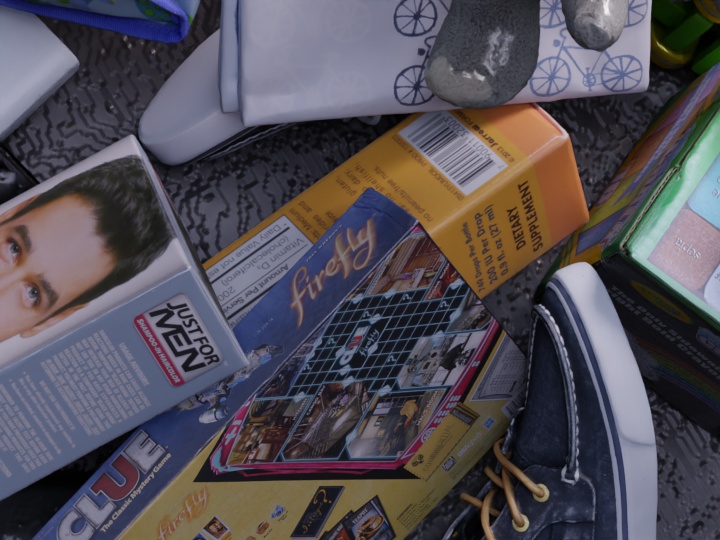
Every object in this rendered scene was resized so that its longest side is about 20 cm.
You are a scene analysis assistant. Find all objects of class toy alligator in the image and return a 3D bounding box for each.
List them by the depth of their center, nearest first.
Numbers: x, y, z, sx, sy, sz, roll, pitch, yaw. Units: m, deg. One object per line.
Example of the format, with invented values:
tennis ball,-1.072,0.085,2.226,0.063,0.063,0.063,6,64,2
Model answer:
toy alligator,0.151,-0.129,1.056,0.200,0.059,0.054,39,59,-8

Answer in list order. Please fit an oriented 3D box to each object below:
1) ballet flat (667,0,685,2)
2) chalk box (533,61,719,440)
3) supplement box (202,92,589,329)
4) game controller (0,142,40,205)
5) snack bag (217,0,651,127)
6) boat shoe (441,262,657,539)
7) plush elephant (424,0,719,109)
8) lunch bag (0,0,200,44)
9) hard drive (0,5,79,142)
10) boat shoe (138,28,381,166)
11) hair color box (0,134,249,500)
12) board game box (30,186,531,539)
ballet flat,0.122,-0.205,1.022,0.071,0.069,0.201,-20,67,6
chalk box,0.174,-0.013,0.975,0.124,0.200,0.124,37,78,-4
supplement box,0.000,0.000,1.001,0.200,0.067,0.069,-35,52,-11
game controller,-0.182,-0.011,0.974,0.104,0.042,0.200,-46,106,-12
snack bag,0.036,-0.159,0.944,0.187,0.021,0.201,-4,116,-14
boat shoe,0.073,0.098,0.975,0.090,0.071,0.201,-13,116,-9
plush elephant,0.086,-0.148,0.852,0.164,0.155,0.201,-3,107,12
lunch bag,-0.141,-0.203,0.965,0.199,0.127,0.171,14,74,21
hard drive,-0.237,-0.068,1.001,0.132,0.027,0.200,45,77,-2
boat shoe,-0.002,-0.095,1.017,0.200,0.072,0.068,-34,121,5
hair color box,-0.154,0.038,0.917,0.199,0.099,0.061,-28,130,-1
board game box,-0.025,0.079,0.957,0.200,0.136,0.035,-46,47,-5
